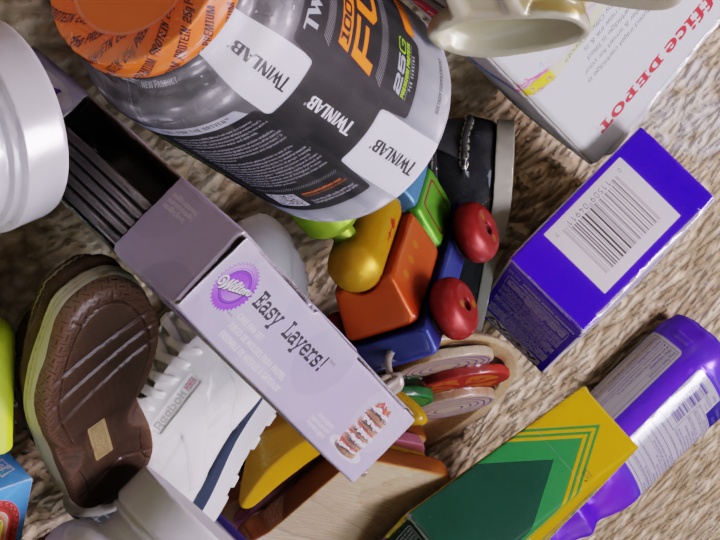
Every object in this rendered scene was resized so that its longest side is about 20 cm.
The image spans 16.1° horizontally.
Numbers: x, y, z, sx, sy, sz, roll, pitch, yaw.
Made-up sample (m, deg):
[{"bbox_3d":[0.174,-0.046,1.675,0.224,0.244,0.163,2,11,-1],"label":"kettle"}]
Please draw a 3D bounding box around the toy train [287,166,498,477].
[{"bbox_3d":[0.000,0.000,1.324,0.116,0.085,0.200,58,29,-26],"label":"toy train"}]

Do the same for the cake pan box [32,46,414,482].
[{"bbox_3d":[-0.079,-0.004,1.218,0.052,0.184,0.200,-47,143,-5],"label":"cake pan box"}]

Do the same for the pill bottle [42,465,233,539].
[{"bbox_3d":[-0.147,0.203,1.311,0.200,0.112,0.112,-48,146,-3],"label":"pill bottle"}]

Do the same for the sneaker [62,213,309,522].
[{"bbox_3d":[-0.093,0.059,1.377,0.080,0.076,0.200,9,113,-35],"label":"sneaker"}]

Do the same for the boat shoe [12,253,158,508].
[{"bbox_3d":[-0.150,0.046,1.274,0.075,0.075,0.202,-32,155,-25],"label":"boat shoe"}]

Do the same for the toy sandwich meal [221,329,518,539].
[{"bbox_3d":[0.006,0.104,1.474,0.205,0.070,0.205,-18,156,-8],"label":"toy sandwich meal"}]

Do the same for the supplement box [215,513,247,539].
[{"bbox_3d":[-0.121,0.236,1.481,0.103,0.101,0.200,-24,138,-32],"label":"supplement box"}]

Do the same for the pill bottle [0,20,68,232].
[{"bbox_3d":[-0.233,-0.039,1.082,0.200,0.116,0.116,-22,137,-34],"label":"pill bottle"}]

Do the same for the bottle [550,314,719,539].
[{"bbox_3d":[0.169,0.121,1.728,0.200,0.065,0.084,-43,145,-9],"label":"bottle"}]

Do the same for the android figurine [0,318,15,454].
[{"bbox_3d":[-0.241,0.061,1.188,0.182,0.041,0.200,-11,111,-42],"label":"android figurine"}]

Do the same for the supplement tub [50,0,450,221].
[{"bbox_3d":[-0.052,-0.107,1.214,0.123,0.123,0.200,-53,146,5],"label":"supplement tub"}]

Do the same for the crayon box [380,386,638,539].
[{"bbox_3d":[0.061,0.177,1.586,0.172,0.058,0.200,-30,165,-38],"label":"crayon box"}]

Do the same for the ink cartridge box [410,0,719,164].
[{"bbox_3d":[0.109,-0.167,1.371,0.146,0.083,0.200,-50,146,0],"label":"ink cartridge box"}]

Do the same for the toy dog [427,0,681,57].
[{"bbox_3d":[0.097,-0.225,1.201,0.140,0.194,0.200,38,51,-59],"label":"toy dog"}]

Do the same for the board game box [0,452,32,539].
[{"bbox_3d":[-0.277,0.191,1.304,0.196,0.056,0.200,-16,134,-39],"label":"board game box"}]

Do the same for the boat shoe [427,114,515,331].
[{"bbox_3d":[0.047,-0.014,1.480,0.068,0.072,0.200,3,138,-4],"label":"boat shoe"}]

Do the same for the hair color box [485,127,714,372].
[{"bbox_3d":[0.134,-0.007,1.492,0.109,0.065,0.200,-45,177,-7],"label":"hair color box"}]
